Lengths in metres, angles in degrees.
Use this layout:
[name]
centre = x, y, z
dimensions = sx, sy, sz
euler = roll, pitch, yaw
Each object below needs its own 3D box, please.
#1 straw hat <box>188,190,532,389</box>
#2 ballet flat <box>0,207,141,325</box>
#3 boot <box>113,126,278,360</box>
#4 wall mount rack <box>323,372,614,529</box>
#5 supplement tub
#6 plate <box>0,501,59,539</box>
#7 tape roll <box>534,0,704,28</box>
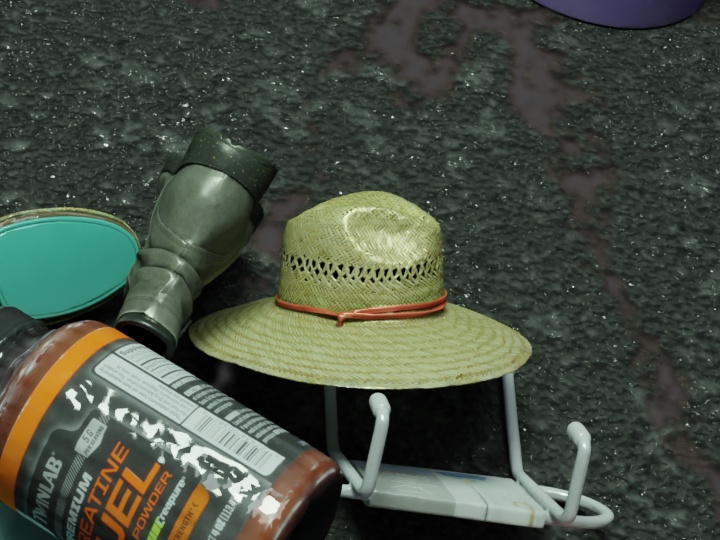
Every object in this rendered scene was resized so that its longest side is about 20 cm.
[straw hat]
centre = 0.000, 0.000, 0.955
dimensions = 0.200, 0.086, 0.201
euler = 2, 12, 0
[ballet flat]
centre = -0.225, 0.009, 0.974
dimensions = 0.199, 0.071, 0.071
euler = -21, 54, -31
[boot]
centre = -0.110, 0.000, 0.964
dimensions = 0.067, 0.200, 0.131
euler = 28, 78, -4
[wall mount rack]
centre = 0.046, 0.089, 0.953
dimensions = 0.199, 0.075, 0.174
euler = 9, 8, -13
[supplement tub]
centre = -0.116, 0.096, 0.847
dimensions = 0.199, 0.107, 0.107
euler = 29, 46, 15
[plate]
centre = -0.139, 0.133, 0.897
dimensions = 0.199, 0.026, 0.201
euler = 7, 46, -7
[tape roll]
centre = 0.201, -0.290, 1.358
dimensions = 0.199, 0.085, 0.201
euler = 7, 46, -8
